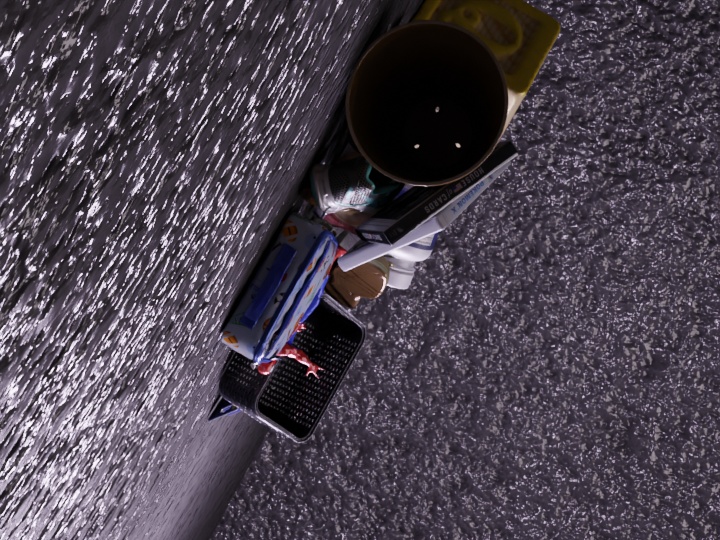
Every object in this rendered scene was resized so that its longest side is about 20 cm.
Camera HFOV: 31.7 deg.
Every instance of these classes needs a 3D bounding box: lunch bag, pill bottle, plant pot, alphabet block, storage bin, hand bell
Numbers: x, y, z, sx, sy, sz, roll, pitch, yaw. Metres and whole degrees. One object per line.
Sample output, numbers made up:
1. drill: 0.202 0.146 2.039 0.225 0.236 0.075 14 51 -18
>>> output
1. lunch bag: -0.103 0.028 1.612 0.202 0.075 0.160 -62 176 -3
2. pill bottle: 0.069 -0.081 1.981 0.120 0.118 0.202 -49 161 -77
3. plant pot: 0.085 -0.183 1.520 0.188 0.185 0.200 -60 173 0
4. alphabet block: 0.150 -0.286 1.853 0.197 0.194 0.201 -61 180 -41
5. storage bin: -0.099 0.131 1.860 0.135 0.093 0.202 40 75 -43
6. hand bell: -0.034 -0.103 1.659 0.105 0.104 0.200 -61 165 15

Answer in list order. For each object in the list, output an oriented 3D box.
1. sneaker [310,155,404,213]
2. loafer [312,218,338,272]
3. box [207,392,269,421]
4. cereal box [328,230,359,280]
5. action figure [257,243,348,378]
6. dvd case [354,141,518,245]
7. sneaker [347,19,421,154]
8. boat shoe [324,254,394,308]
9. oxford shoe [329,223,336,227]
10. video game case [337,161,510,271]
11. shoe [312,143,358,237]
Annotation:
1. sneaker: 0.021 -0.114 1.603 0.090 0.079 0.199 -12 -174 31
2. loafer: -0.068 -0.015 1.845 0.076 0.069 0.200 -61 178 25
3. box: -0.157 0.158 1.980 0.121 0.032 0.201 -27 -155 56
4. cereal box: -0.066 0.004 2.015 0.144 0.040 0.200 -41 -173 23
5. action figure: -0.070 0.063 1.735 0.201 0.065 0.099 -57 137 -4
6. dvd case: 0.094 -0.099 1.612 0.199 0.025 0.150 -36 -169 -10
7. sneaker: 0.048 -0.238 1.661 0.201 0.073 0.087 -63 178 33
8. boat shoe: 0.000 0.000 1.801 0.063 0.073 0.200 -56 -170 -19
9. oxford shoe: -0.009 -0.127 1.918 0.200 0.074 0.058 119 -34 -57
10. video game case: 0.084 -0.077 1.672 0.199 0.022 0.182 -24 -165 46
11. shoe: 0.017 -0.146 1.790 0.202 0.090 0.072 -61 -178 10
